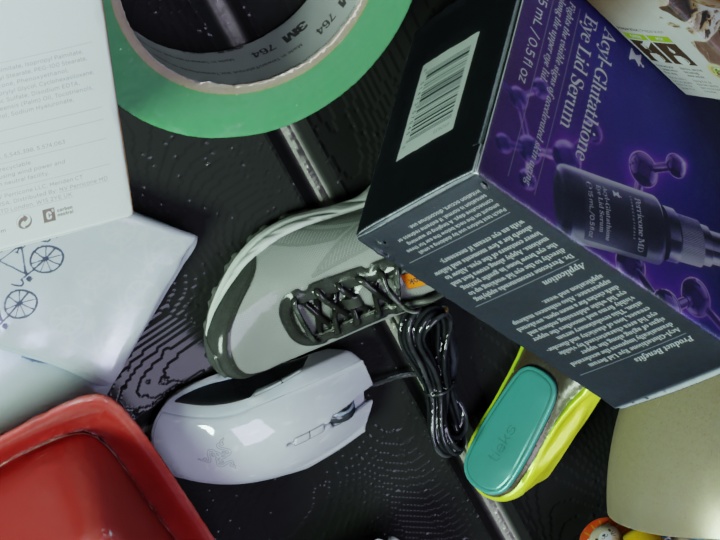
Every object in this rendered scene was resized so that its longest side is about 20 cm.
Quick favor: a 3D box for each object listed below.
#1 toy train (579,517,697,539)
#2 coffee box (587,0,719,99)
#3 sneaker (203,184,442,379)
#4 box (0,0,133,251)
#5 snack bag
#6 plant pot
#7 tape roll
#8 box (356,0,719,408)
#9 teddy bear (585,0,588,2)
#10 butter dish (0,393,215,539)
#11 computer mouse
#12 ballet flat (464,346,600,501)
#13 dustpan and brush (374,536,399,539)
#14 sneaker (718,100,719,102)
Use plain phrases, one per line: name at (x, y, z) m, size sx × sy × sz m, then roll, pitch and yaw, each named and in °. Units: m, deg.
toy train at (0.174, 0.205, 1.347) m, size 0.200 × 0.056 × 0.150 m, roll -22°, pitch 153°, yaw -27°
coffee box at (0.152, -0.189, 0.992) m, size 0.200 × 0.080 × 0.113 m, roll 38°, pitch 82°, yaw -25°
sneaker at (0.000, 0.000, 1.117) m, size 0.200 × 0.079 × 0.074 m, roll -32°, pitch 129°, yaw -6°
box at (-0.181, -0.124, 0.910) m, size 0.097 × 0.124 × 0.200 m, roll -16°, pitch 118°, yaw -20°
snack bag at (-0.208, 0.035, 1.064) m, size 0.189 × 0.021 × 0.200 m, roll 22°, pitch 106°, yaw -36°
plant pot at (0.250, 0.081, 1.243) m, size 0.200 × 0.200 × 0.135 m, roll -8°, pitch 95°, yaw -24°
tape roll at (-0.065, -0.167, 1.005) m, size 0.200 × 0.048 × 0.201 m, roll -13°, pitch 122°, yaw -21°
box at (0.116, -0.042, 1.062) m, size 0.200 × 0.148 × 0.104 m, roll 31°, pitch 145°, yaw -25°
teddy bear at (0.093, -0.234, 1.047) m, size 0.145 × 0.067 × 0.200 m, roll -46°, pitch 122°, yaw -9°
butter dish at (-0.172, 0.200, 1.087) m, size 0.199 × 0.148 × 0.200 m, roll -29°, pitch 131°, yaw -3°
computer mouse at (-0.025, 0.088, 1.176) m, size 0.200 × 0.044 × 0.110 m, roll -16°, pitch 125°, yaw -19°
ballet flat at (0.133, 0.059, 1.238) m, size 0.067 × 0.067 × 0.200 m, roll 6°, pitch 119°, yaw -53°
dustpan and brush at (-0.003, 0.253, 1.286) m, size 0.140 × 0.057 × 0.200 m, roll -29°, pitch 121°, yaw 5°
sneaker at (0.212, -0.157, 1.142) m, size 0.080 × 0.131 × 0.200 m, roll -7°, pitch 84°, yaw -27°
